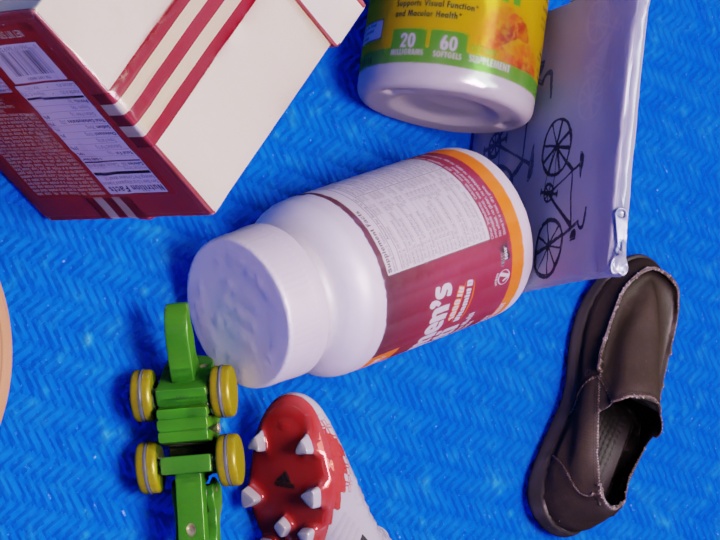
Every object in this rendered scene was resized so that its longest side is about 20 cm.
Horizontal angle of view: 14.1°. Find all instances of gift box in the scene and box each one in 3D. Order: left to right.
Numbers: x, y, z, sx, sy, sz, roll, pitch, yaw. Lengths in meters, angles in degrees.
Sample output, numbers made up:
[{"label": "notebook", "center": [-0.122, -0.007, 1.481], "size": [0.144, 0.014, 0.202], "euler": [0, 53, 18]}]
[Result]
[{"label": "gift box", "center": [-0.129, -0.157, 1.581], "size": [0.200, 0.184, 0.187], "euler": [53, 57, -33]}]

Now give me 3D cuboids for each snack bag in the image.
[{"label": "snack bag", "center": [0.122, -0.079, 1.793], "size": [0.021, 0.200, 0.189], "euler": [12, 79, -25]}]

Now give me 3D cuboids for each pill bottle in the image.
[{"label": "pill bottle", "center": [0.000, 0.000, 1.732], "size": [0.200, 0.109, 0.110], "euler": [-20, 100, -41]}, {"label": "pill bottle", "center": [0.065, -0.195, 1.803], "size": [0.111, 0.111, 0.201], "euler": [18, 75, -40]}]

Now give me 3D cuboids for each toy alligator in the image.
[{"label": "toy alligator", "center": [-0.095, 0.118, 1.680], "size": [0.054, 0.059, 0.201], "euler": [-9, 94, -82]}]

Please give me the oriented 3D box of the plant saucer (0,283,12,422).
[{"label": "plant saucer", "center": [-0.267, 0.042, 1.544], "size": [0.200, 0.032, 0.201], "euler": [4, 84, -41]}]

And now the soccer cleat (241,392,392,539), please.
[{"label": "soccer cleat", "center": [-0.014, 0.163, 1.743], "size": [0.085, 0.068, 0.201], "euler": [-27, 108, -49]}]

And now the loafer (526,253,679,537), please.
[{"label": "loafer", "center": [0.175, 0.083, 1.909], "size": [0.073, 0.071, 0.201], "euler": [32, 67, -36]}]
